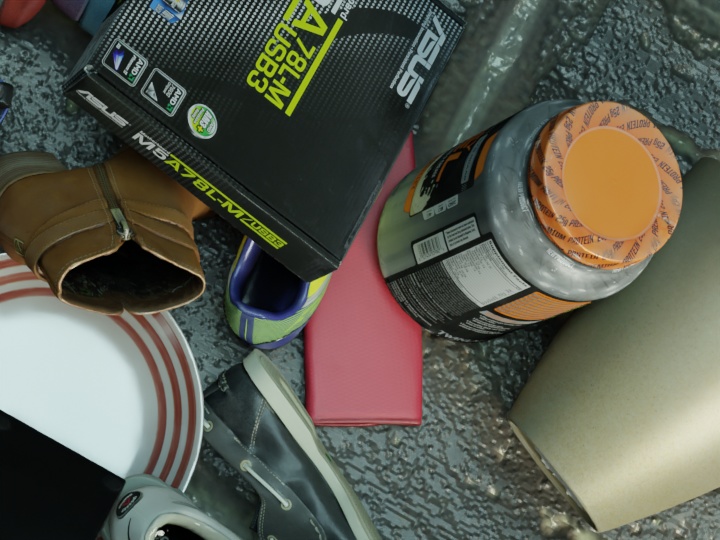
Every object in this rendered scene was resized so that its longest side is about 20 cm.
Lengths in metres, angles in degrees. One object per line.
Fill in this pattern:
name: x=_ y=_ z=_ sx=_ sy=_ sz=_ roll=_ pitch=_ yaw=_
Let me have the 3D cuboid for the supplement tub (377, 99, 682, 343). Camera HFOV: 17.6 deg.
supplement tub: x=0.103 y=-0.031 z=1.416 sx=0.122 sy=0.200 sz=0.124 roll=6 pitch=75 yaw=-26

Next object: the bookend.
bookend: x=-0.240 y=0.221 z=1.324 sx=0.092 sy=0.201 sz=0.199 roll=29 pitch=36 yaw=-4

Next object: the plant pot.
plant pot: x=0.196 y=0.065 z=1.449 sx=0.200 sy=0.187 sz=0.188 roll=-39 pitch=88 yaw=-4

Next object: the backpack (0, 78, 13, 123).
backpack: x=-0.331 y=-0.095 z=1.376 sx=0.200 sy=0.135 sz=0.183 roll=40 pitch=72 yaw=-2

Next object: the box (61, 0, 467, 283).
box: x=-0.053 y=-0.128 z=1.394 sx=0.193 sy=0.047 sz=0.201 roll=37 pitch=60 yaw=-15

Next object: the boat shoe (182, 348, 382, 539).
boat shoe: x=-0.034 y=0.149 z=1.429 sx=0.067 sy=0.072 sz=0.201 roll=-34 pitch=87 yaw=1

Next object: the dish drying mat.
dish drying mat: x=0.000 y=0.000 z=1.491 sx=0.076 sy=0.018 sz=0.202 roll=1 pitch=78 yaw=-11

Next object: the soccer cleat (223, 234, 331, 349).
soccer cleat: x=-0.028 y=-0.045 z=1.444 sx=0.064 sy=0.084 sz=0.201 roll=22 pitch=78 yaw=8

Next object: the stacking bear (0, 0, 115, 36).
stacking bear: x=-0.111 y=-0.175 z=1.463 sx=0.199 sy=0.114 sz=0.122 roll=26 pitch=73 yaw=-10

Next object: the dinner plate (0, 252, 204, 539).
dinner plate: x=-0.194 y=0.088 z=1.411 sx=0.198 sy=0.024 sz=0.202 roll=1 pitch=84 yaw=-6

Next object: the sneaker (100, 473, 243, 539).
sneaker: x=-0.069 y=0.203 z=1.377 sx=0.200 sy=0.088 sz=0.074 roll=39 pitch=82 yaw=-18

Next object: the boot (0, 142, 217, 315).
boot: x=-0.119 y=-0.034 z=1.388 sx=0.198 sy=0.155 sz=0.077 roll=-3 pitch=115 yaw=-26
